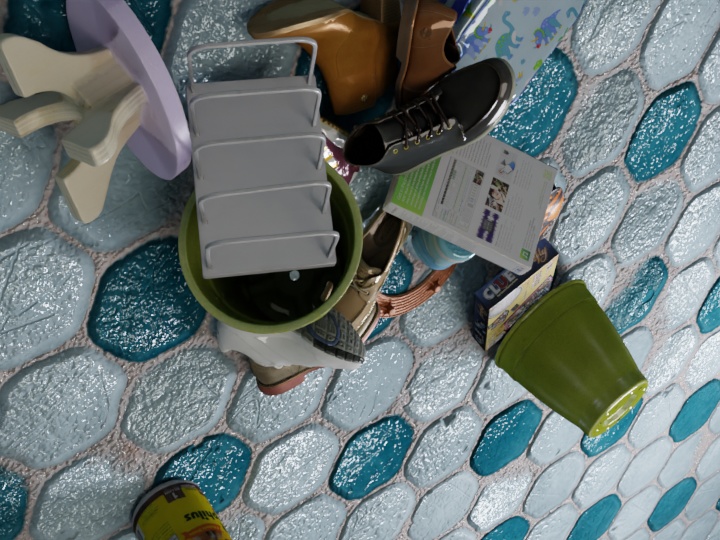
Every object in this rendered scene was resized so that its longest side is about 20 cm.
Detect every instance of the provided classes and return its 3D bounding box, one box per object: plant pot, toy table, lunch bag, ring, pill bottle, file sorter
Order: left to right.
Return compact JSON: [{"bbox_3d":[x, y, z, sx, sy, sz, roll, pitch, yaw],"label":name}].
[{"bbox_3d":[-0.246,-0.147,0.923,0.117,0.182,0.202,-40,120,-29],"label":"toy table"},{"bbox_3d":[-0.221,0.383,1.347,0.108,0.200,0.111,-22,136,-24],"label":"pill bottle"},{"bbox_3d":[-0.097,-0.109,0.988,0.136,0.204,0.125,-6,170,-8],"label":"file sorter"},{"bbox_3d":[-0.086,-0.012,1.143,0.199,0.201,0.190,-41,166,-5],"label":"plant pot"},{"bbox_3d":[0.072,-0.016,1.411,0.198,0.019,0.203,-24,135,-25],"label":"ring"},{"bbox_3d":[0.172,-0.309,1.207,0.201,0.082,0.160,-53,140,9],"label":"lunch bag"},{"bbox_3d":[0.351,0.156,1.623,0.199,0.194,0.202,-31,152,-18],"label":"plant pot"}]

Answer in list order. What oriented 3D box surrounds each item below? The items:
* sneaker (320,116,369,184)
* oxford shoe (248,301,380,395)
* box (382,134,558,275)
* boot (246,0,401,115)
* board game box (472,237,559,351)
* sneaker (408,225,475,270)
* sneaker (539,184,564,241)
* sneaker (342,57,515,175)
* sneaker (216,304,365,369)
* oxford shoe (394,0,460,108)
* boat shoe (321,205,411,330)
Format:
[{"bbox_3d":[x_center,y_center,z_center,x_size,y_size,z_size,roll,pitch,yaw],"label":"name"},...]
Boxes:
[{"bbox_3d":[-0.071,-0.137,1.146,0.199,0.075,0.091,22,102,-47],"label":"sneaker"},{"bbox_3d":[-0.060,0.087,1.345,0.199,0.070,0.075,-35,133,-14],"label":"oxford shoe"},{"bbox_3d":[0.138,-0.100,1.246,0.197,0.036,0.146,25,68,-12],"label":"box"},{"bbox_3d":[-0.032,-0.232,1.105,0.199,0.071,0.146,-26,136,-28],"label":"boot"},{"bbox_3d":[0.231,0.040,1.528,0.135,0.035,0.201,-37,160,-10],"label":"board game box"},{"bbox_3d":[0.110,-0.096,1.325,0.078,0.204,0.131,13,161,-13],"label":"sneaker"},{"bbox_3d":[0.222,-0.099,1.439,0.113,0.077,0.199,-54,150,4],"label":"sneaker"},{"bbox_3d":[0.077,-0.165,1.116,0.199,0.076,0.106,-35,168,30],"label":"sneaker"},{"bbox_3d":[-0.090,0.086,1.277,0.197,0.075,0.088,18,132,-4],"label":"sneaker"},{"bbox_3d":[0.076,-0.230,1.147,0.201,0.070,0.073,92,9,-68],"label":"oxford shoe"},{"bbox_3d":[0.000,0.000,1.301,0.202,0.070,0.065,-62,176,1],"label":"boat shoe"}]
